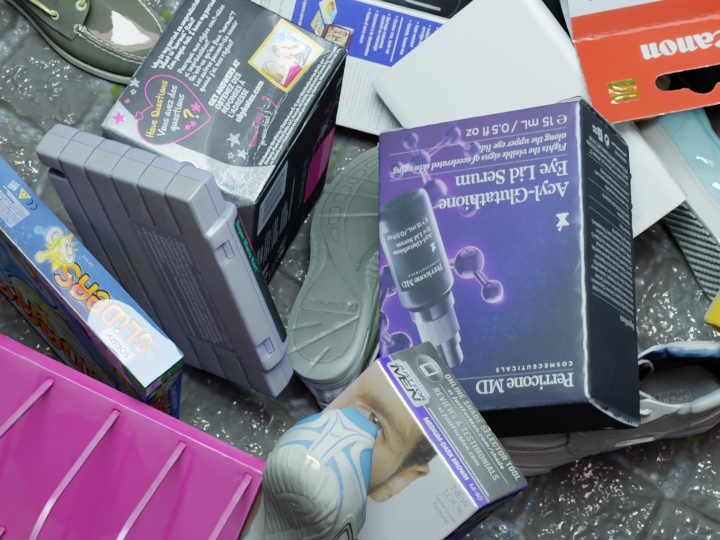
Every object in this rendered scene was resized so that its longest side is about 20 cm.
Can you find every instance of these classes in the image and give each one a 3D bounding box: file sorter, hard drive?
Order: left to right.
[{"bbox_3d":[-0.184,0.159,1.002,0.199,0.139,0.125,25,28,4],"label":"file sorter"},{"bbox_3d":[0.119,-0.093,1.167,0.132,0.027,0.200,-37,91,18],"label":"hard drive"}]

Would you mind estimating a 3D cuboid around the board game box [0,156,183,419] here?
[{"bbox_3d":[-0.195,0.018,1.086,0.034,0.135,0.200,-39,76,-21],"label":"board game box"}]

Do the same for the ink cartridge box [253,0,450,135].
[{"bbox_3d":[0.006,-0.152,1.211,0.199,0.037,0.095,16,102,1],"label":"ink cartridge box"}]

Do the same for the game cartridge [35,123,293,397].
[{"bbox_3d":[-0.118,-0.004,1.051,0.129,0.200,0.038,15,56,26],"label":"game cartridge"}]

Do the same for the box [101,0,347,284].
[{"bbox_3d":[-0.095,-0.074,1.101,0.114,0.200,0.132,27,67,6],"label":"box"}]

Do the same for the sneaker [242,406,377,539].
[{"bbox_3d":[-0.034,0.159,0.976,0.072,0.200,0.072,41,46,20],"label":"sneaker"}]

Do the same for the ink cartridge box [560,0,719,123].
[{"bbox_3d":[0.216,-0.209,1.131,0.159,0.047,0.201,-11,67,-1],"label":"ink cartridge box"}]

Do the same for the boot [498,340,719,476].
[{"bbox_3d":[0.166,0.086,1.123,0.199,0.096,0.074,-11,69,-11],"label":"boot"}]

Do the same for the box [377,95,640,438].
[{"bbox_3d":[0.097,0.005,1.078,0.147,0.104,0.201,-9,72,26],"label":"box"}]

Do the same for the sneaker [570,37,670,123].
[{"bbox_3d":[0.191,-0.181,1.250,0.078,0.077,0.201,39,45,-22],"label":"sneaker"}]

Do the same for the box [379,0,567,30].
[{"bbox_3d":[0.066,-0.241,1.231,0.199,0.122,0.106,14,65,-1],"label":"box"}]

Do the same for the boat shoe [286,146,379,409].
[{"bbox_3d":[0.001,0.001,1.163,0.074,0.065,0.203,7,60,17],"label":"boat shoe"}]

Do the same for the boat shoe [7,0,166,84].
[{"bbox_3d":[-0.218,-0.211,1.218,0.201,0.060,0.072,37,68,9],"label":"boat shoe"}]

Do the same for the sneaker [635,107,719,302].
[{"bbox_3d":[0.273,-0.042,1.202,0.082,0.074,0.201,-25,73,-13],"label":"sneaker"}]

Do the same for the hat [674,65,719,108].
[{"bbox_3d":[0.267,-0.223,1.222,0.200,0.081,0.202,22,58,-40],"label":"hat"}]

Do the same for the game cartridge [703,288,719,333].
[{"bbox_3d":[0.348,-0.005,1.142,0.176,0.032,0.200,34,85,-28],"label":"game cartridge"}]

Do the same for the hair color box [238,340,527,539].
[{"bbox_3d":[-0.003,0.147,1.024,0.065,0.200,0.109,-14,64,-54],"label":"hair color box"}]
